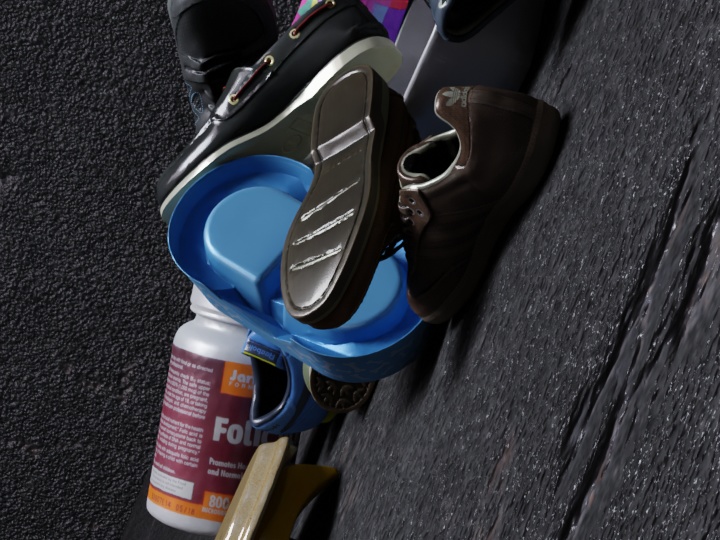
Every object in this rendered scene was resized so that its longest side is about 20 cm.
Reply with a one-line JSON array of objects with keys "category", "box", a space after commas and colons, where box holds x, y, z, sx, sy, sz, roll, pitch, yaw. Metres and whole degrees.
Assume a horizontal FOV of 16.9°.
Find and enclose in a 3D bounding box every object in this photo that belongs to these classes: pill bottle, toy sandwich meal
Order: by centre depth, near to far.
[{"category": "toy sandwich meal", "box": [-0.074, 0.218, 1.750, 0.205, 0.070, 0.206, -156, 90, -87]}, {"category": "pill bottle", "box": [-0.100, 0.104, 1.932, 0.114, 0.114, 0.201, -120, 39, -82]}]

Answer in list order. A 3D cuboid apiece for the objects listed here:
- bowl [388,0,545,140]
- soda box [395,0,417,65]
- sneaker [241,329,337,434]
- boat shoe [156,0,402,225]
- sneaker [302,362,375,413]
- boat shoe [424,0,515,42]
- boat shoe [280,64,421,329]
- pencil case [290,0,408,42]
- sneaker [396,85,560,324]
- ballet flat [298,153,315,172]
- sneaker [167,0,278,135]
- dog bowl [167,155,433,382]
[{"category": "bowl", "box": [0.069, -0.150, 1.653, 0.201, 0.074, 0.200, -77, 10, -46]}, {"category": "soda box", "box": [0.008, -0.215, 1.789, 0.068, 0.201, 0.064, -32, 20, -17]}, {"category": "sneaker", "box": [-0.046, 0.028, 1.832, 0.066, 0.078, 0.201, 20, 107, 42]}, {"category": "boat shoe", "box": [-0.063, -0.107, 1.654, 0.201, 0.063, 0.074, -41, -28, 13]}, {"category": "sneaker", "box": [0.000, 0.000, 1.771, 0.090, 0.067, 0.201, -151, 78, -78]}, {"category": "boat shoe", "box": [0.109, -0.213, 1.452, 0.200, 0.075, 0.062, -37, 46, 29]}, {"category": "boat shoe", "box": [0.005, -0.037, 1.494, 0.072, 0.068, 0.201, -22, 40, 36]}, {"category": "pencil case", "box": [0.011, -0.225, 1.698, 0.088, 0.088, 0.201, -88, 18, -71]}, {"category": "sneaker", "box": [0.053, -0.045, 1.448, 0.200, 0.075, 0.071, 119, 170, -49]}, {"category": "ballet flat", "box": [-0.030, -0.078, 1.727, 0.200, 0.064, 0.076, -75, 10, -53]}, {"category": "sneaker", "box": [-0.087, -0.128, 1.703, 0.200, 0.073, 0.082, 77, -176, -49]}, {"category": "dog bowl", "box": [-0.034, 0.002, 1.588, 0.112, 0.200, 0.050, -48, -30, -21]}]
